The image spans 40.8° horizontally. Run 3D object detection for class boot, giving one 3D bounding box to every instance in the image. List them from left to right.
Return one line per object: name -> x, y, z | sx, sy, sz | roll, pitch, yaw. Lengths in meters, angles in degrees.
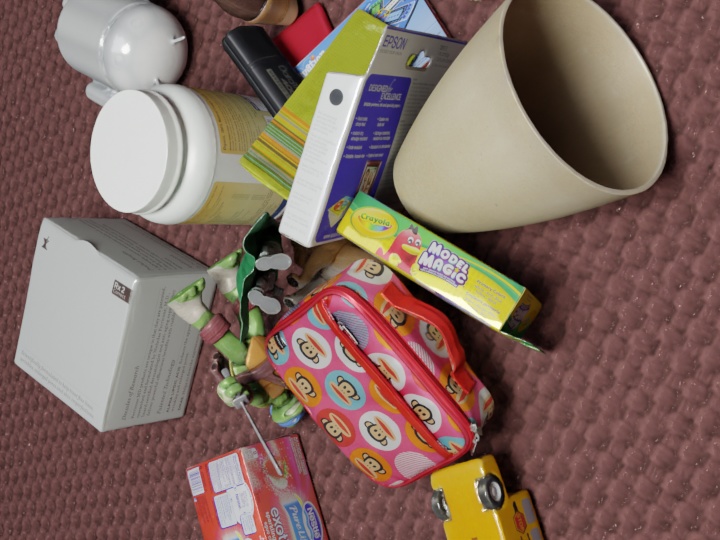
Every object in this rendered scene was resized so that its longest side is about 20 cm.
boot -> -0.152, -0.355, 1.026 | 0.072, 0.166, 0.201 | -37, 62, 34

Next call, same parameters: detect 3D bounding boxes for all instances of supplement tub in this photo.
supplement tub -> -0.169, -0.121, 1.031 | 0.144, 0.200, 0.145 | 1, 92, 38

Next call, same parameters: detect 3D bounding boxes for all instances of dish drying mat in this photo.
dish drying mat -> -0.034, -0.183, 1.039 | 0.077, 0.018, 0.201 | -31, 71, 32

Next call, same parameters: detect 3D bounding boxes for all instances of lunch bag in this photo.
lunch bag -> 0.025, 0.092, 0.886 | 0.200, 0.082, 0.176 | 49, 133, -4

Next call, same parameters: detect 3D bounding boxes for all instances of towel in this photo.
towel -> -0.031, -0.162, 0.949 | 0.086, 0.018, 0.200 | 35, 87, 20

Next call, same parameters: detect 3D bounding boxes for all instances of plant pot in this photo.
plant pot -> 0.124, -0.111, 0.832 | 0.200, 0.187, 0.188 | -32, 72, 49

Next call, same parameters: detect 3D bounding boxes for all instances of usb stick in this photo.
usb stick -> -0.077, -0.179, 1.001 | 0.200, 0.055, 0.033 | 55, 143, 21

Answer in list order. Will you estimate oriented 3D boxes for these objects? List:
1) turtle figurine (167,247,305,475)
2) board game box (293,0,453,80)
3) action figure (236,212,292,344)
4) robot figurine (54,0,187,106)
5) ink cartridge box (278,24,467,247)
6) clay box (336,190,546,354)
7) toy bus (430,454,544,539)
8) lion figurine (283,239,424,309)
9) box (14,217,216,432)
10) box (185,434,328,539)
turtle figurine -> -0.094, 0.076, 1.004 | 0.144, 0.200, 0.194 | -37, 99, -8
board game box -> -0.002, -0.206, 0.996 | 0.200, 0.019, 0.103 | -38, 71, 25
action figure -> -0.091, -0.012, 0.935 | 0.054, 0.200, 0.119 | 15, 102, -8
robot figurine -> -0.288, -0.278, 1.176 | 0.200, 0.113, 0.170 | 30, 111, 34
ink cartridge box -> 0.015, -0.128, 0.888 | 0.043, 0.198, 0.201 | 28, 108, 20
clay box -> 0.084, 0.005, 0.868 | 0.200, 0.115, 0.048 | 31, 91, 19
toy bus -> 0.132, 0.270, 0.884 | 0.065, 0.078, 0.201 | -25, 76, 37
lion figurine -> 0.000, 0.000, 0.983 | 0.200, 0.123, 0.073 | 28, 142, 18
box -> -0.303, 0.059, 1.189 | 0.199, 0.130, 0.201 | 27, 108, 35
box -> -0.103, 0.293, 1.061 | 0.100, 0.095, 0.201 | -27, 75, 36
